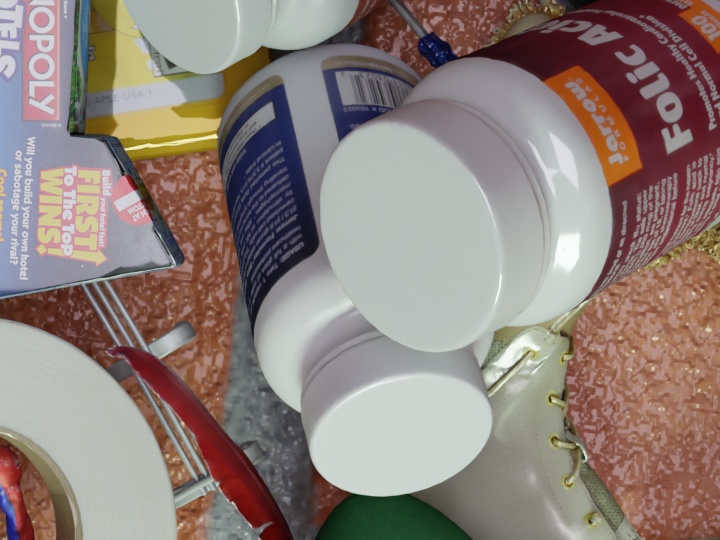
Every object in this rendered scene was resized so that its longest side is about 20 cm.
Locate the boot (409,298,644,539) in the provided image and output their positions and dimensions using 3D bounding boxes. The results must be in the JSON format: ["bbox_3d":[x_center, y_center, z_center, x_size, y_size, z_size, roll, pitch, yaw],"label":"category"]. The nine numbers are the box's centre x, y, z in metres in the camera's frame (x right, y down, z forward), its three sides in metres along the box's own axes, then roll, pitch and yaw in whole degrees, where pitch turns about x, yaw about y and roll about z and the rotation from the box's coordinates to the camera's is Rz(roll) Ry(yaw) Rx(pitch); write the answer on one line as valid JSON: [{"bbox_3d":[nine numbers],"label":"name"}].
[{"bbox_3d":[0.096,0.074,1.051,0.200,0.072,0.155,-39,94,17],"label":"boot"}]

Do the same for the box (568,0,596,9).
[{"bbox_3d":[0.194,-0.130,1.019,0.141,0.079,0.200,-39,82,-2],"label":"box"}]

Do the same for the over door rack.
[{"bbox_3d":[-0.163,0.075,1.055,0.199,0.067,0.149,-30,92,10],"label":"over door rack"}]

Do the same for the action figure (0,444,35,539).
[{"bbox_3d":[-0.184,0.150,1.009,0.065,0.052,0.202,-2,92,2],"label":"action figure"}]

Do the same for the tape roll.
[{"bbox_3d":[-0.180,0.121,0.962,0.201,0.037,0.205,1,88,-24],"label":"tape roll"}]

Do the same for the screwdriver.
[{"bbox_3d":[0.019,-0.124,1.060,0.029,0.028,0.200,-36,74,-25],"label":"screwdriver"}]

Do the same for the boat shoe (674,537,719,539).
[{"bbox_3d":[0.238,0.168,1.076,0.197,0.075,0.067,-1,92,-4],"label":"boat shoe"}]

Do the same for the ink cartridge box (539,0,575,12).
[{"bbox_3d":[0.147,-0.229,1.096,0.159,0.047,0.202,-15,108,-5],"label":"ink cartridge box"}]

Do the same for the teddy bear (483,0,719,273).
[{"bbox_3d":[0.145,-0.060,1.081,0.198,0.067,0.147,5,85,3],"label":"teddy bear"}]

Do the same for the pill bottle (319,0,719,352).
[{"bbox_3d":[0.082,-0.045,0.909,0.199,0.114,0.115,-27,92,-44],"label":"pill bottle"}]

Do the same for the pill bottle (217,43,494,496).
[{"bbox_3d":[0.000,0.000,0.990,0.110,0.112,0.201,-9,47,-4],"label":"pill bottle"}]

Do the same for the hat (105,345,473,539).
[{"bbox_3d":[0.001,0.116,1.019,0.164,0.200,0.177,-20,71,-2],"label":"hat"}]

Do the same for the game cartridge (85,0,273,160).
[{"bbox_3d":[-0.148,-0.139,1.068,0.198,0.032,0.178,-9,90,-6],"label":"game cartridge"}]

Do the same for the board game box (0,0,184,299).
[{"bbox_3d":[-0.176,-0.061,0.973,0.198,0.062,0.202,4,94,-1],"label":"board game box"}]

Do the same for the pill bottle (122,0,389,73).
[{"bbox_3d":[-0.016,-0.172,0.999,0.200,0.112,0.113,-36,93,-35],"label":"pill bottle"}]
